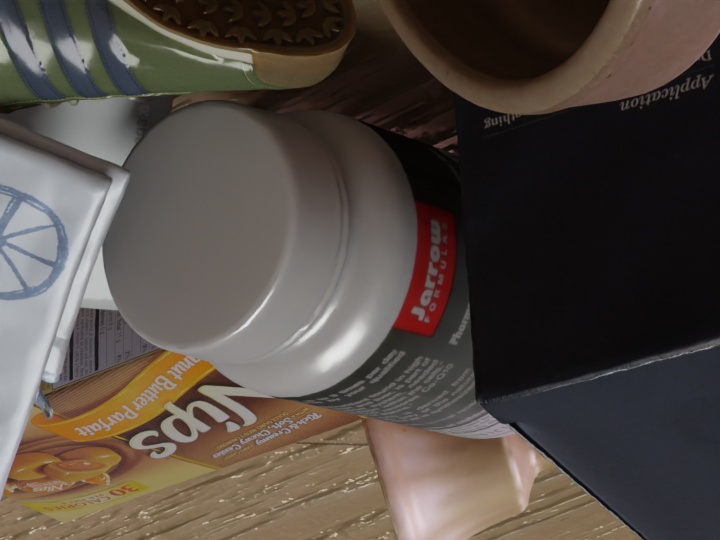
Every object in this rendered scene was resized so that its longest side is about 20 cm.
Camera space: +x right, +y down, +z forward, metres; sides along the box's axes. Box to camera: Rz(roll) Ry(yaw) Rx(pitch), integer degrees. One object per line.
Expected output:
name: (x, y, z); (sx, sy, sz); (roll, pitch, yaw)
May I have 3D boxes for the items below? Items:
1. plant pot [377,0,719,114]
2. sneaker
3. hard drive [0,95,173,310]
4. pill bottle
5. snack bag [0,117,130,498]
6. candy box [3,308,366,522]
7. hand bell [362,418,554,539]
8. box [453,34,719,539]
plant pot: (0.108, -0.155, 0.815); (0.174, 0.200, 0.200); (-9, 156, -25)
sneaker: (-0.109, -0.095, 1.000); (0.200, 0.067, 0.090); (14, 142, -13)
hard drive: (-0.178, -0.050, 1.066); (0.200, 0.026, 0.132); (4, 122, -11)
pill bottle: (0.000, 0.000, 1.084); (0.114, 0.114, 0.200); (-23, 157, 33)
snack bag: (-0.202, 0.010, 1.038); (0.188, 0.021, 0.200); (20, 120, -2)
candy box: (-0.105, 0.055, 1.286); (0.200, 0.055, 0.115); (-22, 146, 30)
hand bell: (0.107, 0.083, 1.351); (0.200, 0.104, 0.104); (-17, 150, 0)
box: (0.129, -0.013, 1.032); (0.117, 0.200, 0.197); (-16, 149, 23)
